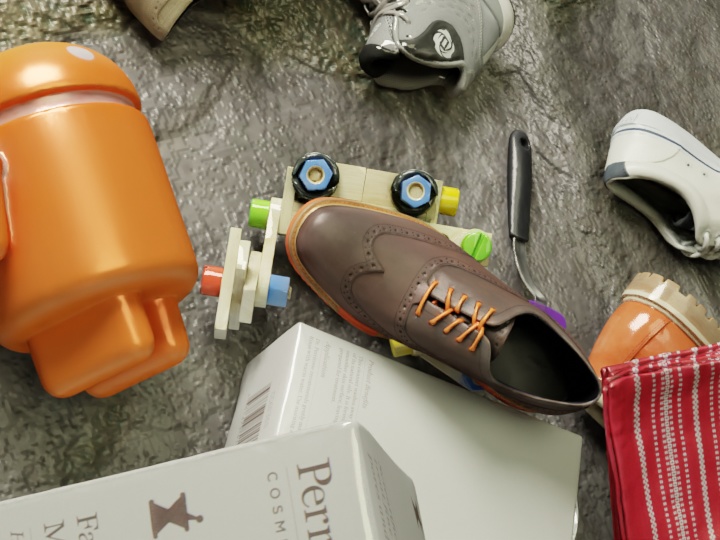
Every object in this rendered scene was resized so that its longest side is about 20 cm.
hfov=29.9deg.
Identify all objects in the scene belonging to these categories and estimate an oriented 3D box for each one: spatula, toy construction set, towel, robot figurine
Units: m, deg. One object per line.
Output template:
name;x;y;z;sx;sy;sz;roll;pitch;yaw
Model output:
spatula;0.113;-0.009;0.924;0.056;0.021;0.201;19;57;-36
toy construction set;0.000;0.000;0.821;0.199;0.092;0.132;9;88;-18
towel;0.249;0.116;0.880;0.199;0.022;0.146;-10;101;-16
robot figurine;-0.158;-0.035;0.719;0.143;0.117;0.201;-12;74;-33

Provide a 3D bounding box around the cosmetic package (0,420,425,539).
cosmetic package;-0.065;0.179;0.594;0.199;0.165;0.166;-15;71;7

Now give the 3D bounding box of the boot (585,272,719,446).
boot;0.227;0.107;0.919;0.200;0.075;0.107;43;73;-13

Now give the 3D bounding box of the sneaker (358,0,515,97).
sneaker;0.013;-0.196;0.922;0.200;0.075;0.116;38;57;-11

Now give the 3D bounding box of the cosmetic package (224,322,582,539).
cosmetic package;0.024;0.123;0.777;0.199;0.081;0.113;26;58;-19

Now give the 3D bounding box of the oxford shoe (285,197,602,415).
oxford shoe;0.051;0.018;0.750;0.199;0.072;0.072;28;85;-16

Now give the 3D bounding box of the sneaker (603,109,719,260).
sneaker;0.263;-0.037;1.004;0.199;0.073;0.071;31;65;-4

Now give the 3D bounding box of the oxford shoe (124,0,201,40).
oxford shoe;-0.067;-0.217;0.870;0.199;0.070;0.075;-33;94;-10
